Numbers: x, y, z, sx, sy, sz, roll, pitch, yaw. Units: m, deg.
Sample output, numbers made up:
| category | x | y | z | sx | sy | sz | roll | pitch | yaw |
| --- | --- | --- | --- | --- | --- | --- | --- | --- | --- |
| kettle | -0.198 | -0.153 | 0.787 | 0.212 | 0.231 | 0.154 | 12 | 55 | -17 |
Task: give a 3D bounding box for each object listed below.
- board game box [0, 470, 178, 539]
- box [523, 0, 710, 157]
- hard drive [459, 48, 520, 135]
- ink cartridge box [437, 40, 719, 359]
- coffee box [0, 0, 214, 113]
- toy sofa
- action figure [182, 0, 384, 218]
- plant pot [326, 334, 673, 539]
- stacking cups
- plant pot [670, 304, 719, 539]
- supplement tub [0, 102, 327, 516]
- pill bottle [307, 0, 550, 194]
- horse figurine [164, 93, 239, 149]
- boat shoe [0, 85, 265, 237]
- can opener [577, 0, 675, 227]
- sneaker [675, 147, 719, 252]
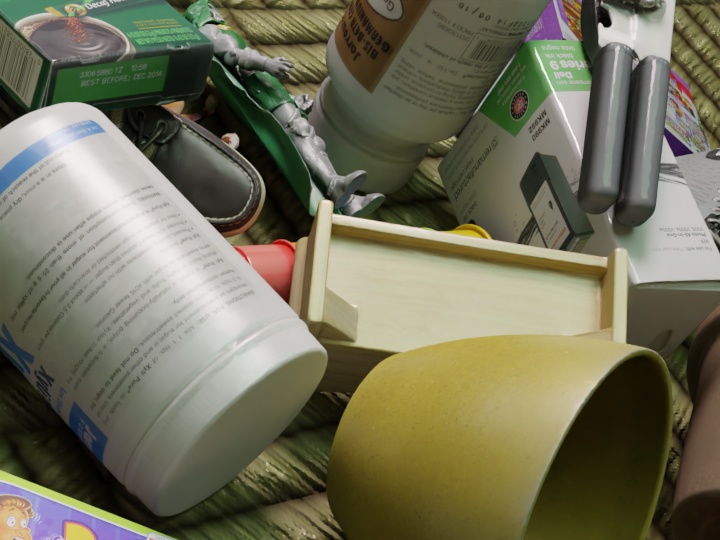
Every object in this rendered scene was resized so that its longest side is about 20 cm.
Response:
| category | x | y | z | sx | sy | sz | roll | pitch | yaw |
| --- | --- | --- | --- | --- | --- | --- | --- | --- | --- |
| board game box | -0.139 | 0.177 | 0.915 | 0.199 | 0.045 | 0.135 | 24 | 36 | -16 |
| box | 0.204 | -0.157 | 1.549 | 0.200 | 0.039 | 0.137 | 37 | 28 | -29 |
| hard drive | 0.134 | -0.113 | 1.495 | 0.139 | 0.033 | 0.201 | 14 | 40 | -28 |
| ink cartridge box | 0.145 | -0.032 | 1.283 | 0.084 | 0.146 | 0.201 | -1 | 55 | -30 |
| coffee box | -0.195 | -0.165 | 1.158 | 0.122 | 0.044 | 0.200 | -11 | 43 | -41 |
| toy sofa | 0.056 | 0.028 | 1.150 | 0.199 | 0.098 | 0.083 | 9 | 63 | -7 |
| action figure | -0.062 | -0.112 | 1.290 | 0.200 | 0.055 | 0.118 | 50 | -1 | 24 |
| plant pot | 0.066 | 0.117 | 1.057 | 0.141 | 0.201 | 0.200 | 19 | 27 | 27 |
| stacking cups | 0.000 | 0.000 | 1.224 | 0.199 | 0.061 | 0.061 | -1 | 48 | -41 |
| plant pot | 0.281 | 0.120 | 1.231 | 0.200 | 0.200 | 0.175 | 37 | 53 | 3 |
| supplement tub | -0.129 | 0.018 | 1.036 | 0.200 | 0.132 | 0.132 | 46 | 36 | 16 |
| pill bottle | 0.041 | -0.153 | 1.318 | 0.114 | 0.200 | 0.115 | 22 | 37 | -17 |
| horse figurine | -0.164 | -0.131 | 1.256 | 0.199 | 0.050 | 0.133 | 31 | 29 | -9 |
| boat shoe | -0.152 | -0.079 | 1.168 | 0.200 | 0.072 | 0.066 | 27 | -5 | -2 |
| can opener | 0.170 | -0.117 | 1.228 | 0.052 | 0.067 | 0.201 | 16 | 59 | -12 |
| sneaker | 0.274 | -0.045 | 1.428 | 0.115 | 0.075 | 0.200 | -17 | 31 | 5 |
